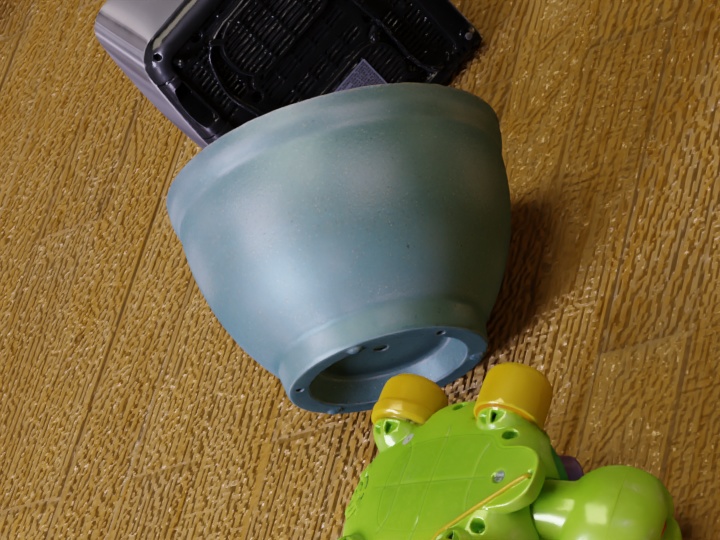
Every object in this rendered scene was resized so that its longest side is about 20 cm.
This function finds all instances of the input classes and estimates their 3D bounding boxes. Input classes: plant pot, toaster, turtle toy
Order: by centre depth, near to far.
[{"bbox_3d":[0.071,0.131,1.484,0.200,0.101,0.146,-8,50,44],"label":"turtle toy"},{"bbox_3d":[0.000,0.000,1.646,0.200,0.200,0.134,-27,65,28],"label":"plant pot"},{"bbox_3d":[-0.051,-0.143,1.842,0.200,0.181,0.119,-50,30,-5],"label":"toaster"}]
